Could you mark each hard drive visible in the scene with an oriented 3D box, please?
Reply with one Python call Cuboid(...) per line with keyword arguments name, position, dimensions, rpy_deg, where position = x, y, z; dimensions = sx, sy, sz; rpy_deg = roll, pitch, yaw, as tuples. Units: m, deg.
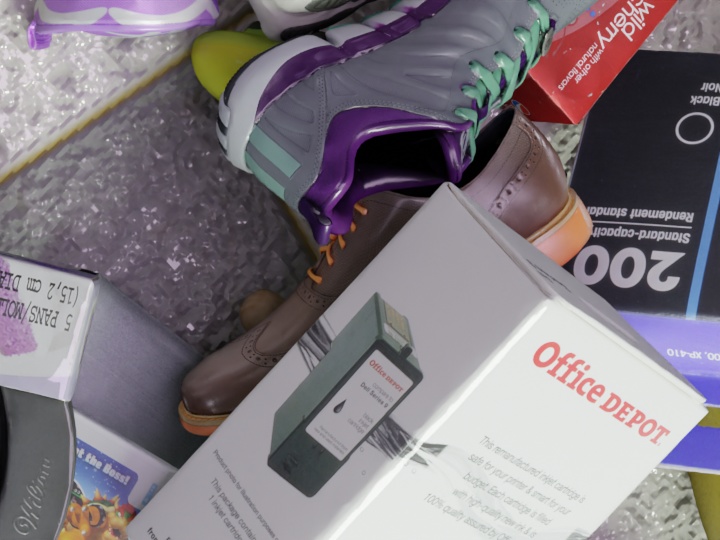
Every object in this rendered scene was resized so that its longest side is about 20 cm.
Cuboid(name="hard drive", position=(-0.086, 0.114, 1.113), dimensions=(0.200, 0.033, 0.140), rpy_deg=(40, 79, -23))

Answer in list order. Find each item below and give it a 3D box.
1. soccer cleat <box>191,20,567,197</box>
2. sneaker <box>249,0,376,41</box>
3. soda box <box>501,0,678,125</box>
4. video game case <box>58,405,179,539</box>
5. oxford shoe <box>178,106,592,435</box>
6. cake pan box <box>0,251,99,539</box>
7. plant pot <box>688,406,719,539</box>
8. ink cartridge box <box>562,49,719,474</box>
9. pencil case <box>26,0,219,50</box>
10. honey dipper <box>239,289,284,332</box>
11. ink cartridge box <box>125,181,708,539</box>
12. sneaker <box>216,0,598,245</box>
Cuboid(name="soccer cleat", position=(0.007, -0.045, 1.120), dimensions=(0.199, 0.065, 0.084), rpy_deg=(27, 80, -26))
Cuboid(name="sneaker", position=(0.020, -0.168, 1.089), dimensions=(0.200, 0.081, 0.084), rpy_deg=(-26, 87, -44))
Cuboid(name="soda box", position=(0.125, -0.163, 1.164), dimensions=(0.070, 0.063, 0.200), rpy_deg=(45, 77, -21))
Cuboid(name="video game case", position=(-0.183, 0.136, 1.040), dimensions=(0.143, 0.018, 0.201), rpy_deg=(31, 89, -2))
Cuboid(name="oxford shoe", position=(0.000, 0.000, 1.080), dimensions=(0.199, 0.071, 0.073), rpy_deg=(-32, 113, -10))
Cuboid(name="cake pan box", position=(-0.213, 0.069, 1.006), dimensions=(0.199, 0.052, 0.185), rpy_deg=(15, 92, -3))
Cuboid(name="plant pot", position=(0.226, 0.056, 1.182), dimensions=(0.199, 0.200, 0.142), rpy_deg=(-32, 82, -19))
Cuboid(name="ink cartridge box", position=(0.183, -0.005, 1.112), dimensions=(0.043, 0.197, 0.201), rpy_deg=(61, 39, -56))
Cuboid(name="pencil case", position=(-0.103, -0.194, 1.048), dimensions=(0.085, 0.084, 0.201), rpy_deg=(-1, 95, 11))
Cuboid(name="honey dipper", position=(0.013, 0.082, 1.154), dimensions=(0.200, 0.038, 0.038), rpy_deg=(45, 77, -20))
Cuboid(name="ink cartridge box", position=(0.026, 0.082, 1.037), dimensions=(0.200, 0.084, 0.146), rpy_deg=(-47, 141, 8))
Cuboid(name="sneaker", position=(0.042, -0.075, 1.042), dimensions=(0.199, 0.088, 0.075), rpy_deg=(-30, 147, -17))
